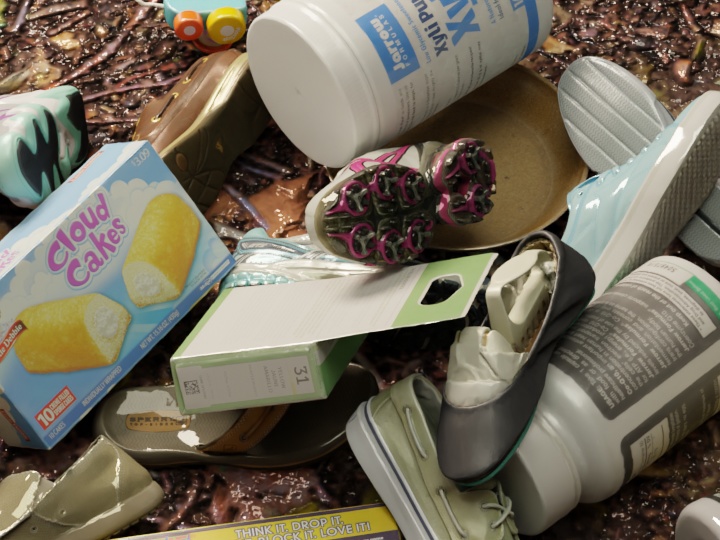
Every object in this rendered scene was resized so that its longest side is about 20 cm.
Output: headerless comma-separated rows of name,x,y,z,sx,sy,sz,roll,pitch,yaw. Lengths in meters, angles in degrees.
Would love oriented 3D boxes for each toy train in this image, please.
toy train,-0.106,-0.243,1.989,0.150,0.056,0.200,33,55,25

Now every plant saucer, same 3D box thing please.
plant saucer,0.072,-0.082,1.865,0.200,0.035,0.200,0,51,0

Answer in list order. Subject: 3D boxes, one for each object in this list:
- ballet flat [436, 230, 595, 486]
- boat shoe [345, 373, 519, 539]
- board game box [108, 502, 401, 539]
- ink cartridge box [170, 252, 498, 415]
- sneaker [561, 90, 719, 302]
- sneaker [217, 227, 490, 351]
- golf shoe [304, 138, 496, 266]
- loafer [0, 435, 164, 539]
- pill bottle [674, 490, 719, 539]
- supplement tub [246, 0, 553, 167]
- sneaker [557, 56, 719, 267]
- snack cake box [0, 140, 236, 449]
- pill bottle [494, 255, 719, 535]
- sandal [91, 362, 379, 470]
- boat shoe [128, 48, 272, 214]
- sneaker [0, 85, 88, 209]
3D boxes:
ballet flat,0.091,0.048,1.608,0.073,0.073,0.200,21,52,16
boat shoe,0.066,0.159,1.613,0.200,0.062,0.072,53,32,11
board game box,-0.062,0.241,1.588,0.200,0.057,0.165,-7,49,-6
ink cartridge box,-0.012,0.041,1.654,0.200,0.048,0.146,-6,16,14
sneaker,0.189,-0.053,1.770,0.082,0.074,0.200,37,94,28
sneaker,0.000,0.000,1.774,0.200,0.078,0.086,4,47,3
golf shoe,0.013,-0.045,1.735,0.092,0.073,0.200,-1,11,33
loafer,-0.225,0.171,1.625,0.200,0.076,0.068,-26,83,-31
pill bottle,0.316,0.171,1.610,0.200,0.114,0.114,-20,53,-16
supplement tub,0.031,-0.177,1.837,0.200,0.132,0.132,-34,58,-25
sneaker,0.222,-0.076,1.835,0.073,0.071,0.200,-43,71,14
snack cake box,-0.196,0.015,1.719,0.200,0.115,0.067,-46,24,-26
pill bottle,0.163,0.085,1.679,0.200,0.113,0.113,-34,58,-25
sandal,-0.086,0.092,1.710,0.200,0.055,0.082,-1,51,-1
boat shoe,-0.137,-0.090,1.856,0.068,0.072,0.200,14,53,33
sneaker,-0.283,-0.083,1.811,0.140,0.078,0.200,-6,10,6
